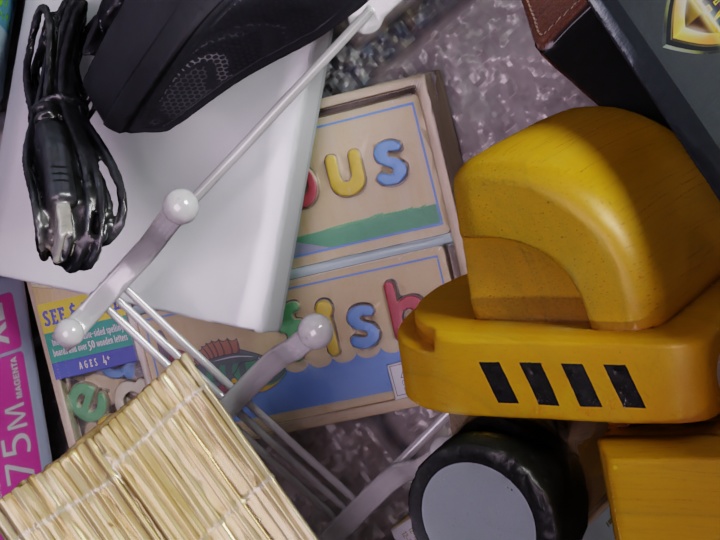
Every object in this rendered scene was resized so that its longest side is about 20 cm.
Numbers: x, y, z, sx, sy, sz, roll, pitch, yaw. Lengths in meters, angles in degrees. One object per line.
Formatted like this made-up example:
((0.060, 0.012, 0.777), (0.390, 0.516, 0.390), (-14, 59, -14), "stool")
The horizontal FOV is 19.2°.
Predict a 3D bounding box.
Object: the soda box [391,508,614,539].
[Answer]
((0.099, 0.161, 0.844), (0.068, 0.064, 0.200), (-35, 85, 20), "soda box")

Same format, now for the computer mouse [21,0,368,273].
((-0.063, -0.101, 0.775), (0.200, 0.053, 0.139), (-35, 44, 25), "computer mouse")

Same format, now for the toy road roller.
((0.106, 0.023, 0.700), (0.199, 0.123, 0.147), (0, 108, 32), "toy road roller")

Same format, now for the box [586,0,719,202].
((0.173, -0.065, 0.625), (0.159, 0.046, 0.200), (-40, 49, 17), "box")

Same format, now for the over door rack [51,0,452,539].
((0.000, 0.000, 0.810), (0.148, 0.067, 0.200), (43, 91, -7), "over door rack")

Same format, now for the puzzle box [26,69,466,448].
((-0.045, 0.003, 0.891), (0.199, 0.025, 0.134), (-13, 93, 20), "puzzle box")

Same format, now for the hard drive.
((-0.077, -0.086, 0.867), (0.131, 0.027, 0.201), (11, 93, 20), "hard drive")

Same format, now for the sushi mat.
((-0.044, 0.137, 0.764), (0.096, 0.012, 0.200), (-36, 79, -1), "sushi mat")

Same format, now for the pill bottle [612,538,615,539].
((0.146, 0.139, 0.757), (0.199, 0.109, 0.109), (-6, 97, -14), "pill bottle")

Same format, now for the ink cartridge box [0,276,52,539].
((-0.216, 0.079, 0.867), (0.042, 0.200, 0.120), (5, 107, 46), "ink cartridge box")

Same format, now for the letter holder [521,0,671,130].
((0.156, -0.147, 0.772), (0.100, 0.142, 0.200), (37, 110, -23), "letter holder")

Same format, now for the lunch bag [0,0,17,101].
((-0.212, -0.143, 0.832), (0.127, 0.200, 0.171), (18, 103, 20), "lunch bag")
